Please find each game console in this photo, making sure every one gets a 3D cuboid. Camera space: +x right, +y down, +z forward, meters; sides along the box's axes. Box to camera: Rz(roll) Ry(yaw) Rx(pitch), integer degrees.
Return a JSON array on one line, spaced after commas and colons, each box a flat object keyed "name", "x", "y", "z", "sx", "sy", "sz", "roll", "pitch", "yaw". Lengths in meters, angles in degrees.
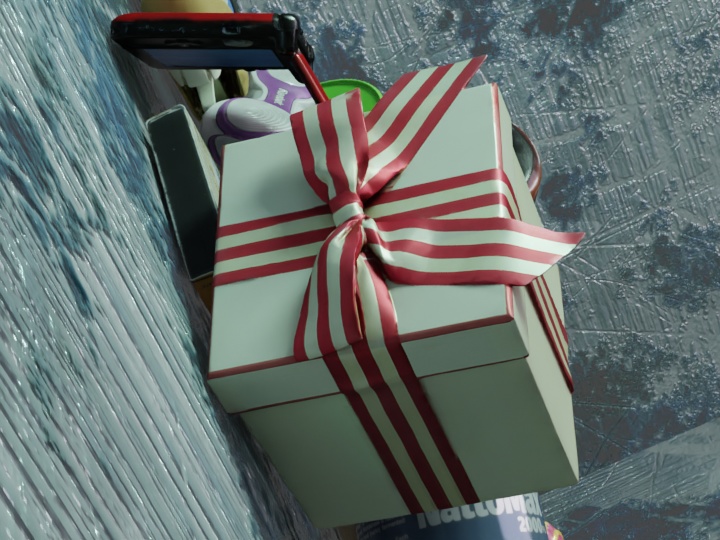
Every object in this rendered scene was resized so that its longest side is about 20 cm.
[{"name": "game console", "x": -0.069, "y": -0.102, "z": 1.144, "sx": 0.200, "sy": 0.171, "sz": 0.120, "roll": -25, "pitch": 115, "yaw": -89}]

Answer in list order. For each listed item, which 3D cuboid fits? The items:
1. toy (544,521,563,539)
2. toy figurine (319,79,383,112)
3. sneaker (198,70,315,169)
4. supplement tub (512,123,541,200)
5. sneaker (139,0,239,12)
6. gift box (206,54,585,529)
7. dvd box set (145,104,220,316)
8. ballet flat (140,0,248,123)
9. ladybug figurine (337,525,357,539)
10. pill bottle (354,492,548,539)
[{"name": "toy", "x": 0.131, "y": 0.209, "z": 1.267, "sx": 0.115, "sy": 0.047, "sz": 0.201, "roll": 54, "pitch": 27, "yaw": -52}, {"name": "toy figurine", "x": 0.001, "y": -0.036, "z": 1.456, "sx": 0.185, "sy": 0.150, "sz": 0.200, "roll": 58, "pitch": -6, "yaw": -35}, {"name": "sneaker", "x": -0.081, "y": -0.090, "z": 1.320, "sx": 0.075, "sy": 0.100, "sz": 0.200, "roll": 25, "pitch": 25, "yaw": 4}, {"name": "supplement tub", "x": 0.068, "y": -0.021, "z": 1.303, "sx": 0.201, "sy": 0.106, "sz": 0.107, "roll": 102, "pitch": -27, "yaw": -49}, {"name": "sneaker", "x": -0.149, "y": -0.222, "z": 1.357, "sx": 0.200, "sy": 0.075, "sz": 0.077, "roll": 60, "pitch": 24, "yaw": -54}, {"name": "gift box", "x": 0.031, "y": 0.008, "z": 0.931, "sx": 0.187, "sy": 0.199, "sz": 0.185, "roll": 61, "pitch": 17, "yaw": -48}, {"name": "dvd box set", "x": -0.070, "y": 0.014, "z": 1.056, "sx": 0.200, "sy": 0.029, "sz": 0.147, "roll": 64, "pitch": 4, "yaw": -47}, {"name": "ballet flat", "x": -0.120, "y": -0.161, "z": 1.339, "sx": 0.200, "sy": 0.068, "sz": 0.063, "roll": 59, "pitch": 22, "yaw": -69}, {"name": "ladybug figurine", "x": 0.039, "y": 0.208, "z": 1.191, "sx": 0.136, "sy": 0.072, "sz": 0.201, "roll": -97, "pitch": 164, "yaw": -85}, {"name": "pill bottle", "x": 0.052, "y": 0.142, "z": 1.087, "sx": 0.120, "sy": 0.119, "sz": 0.201, "roll": 62, "pitch": 15, "yaw": -70}]
